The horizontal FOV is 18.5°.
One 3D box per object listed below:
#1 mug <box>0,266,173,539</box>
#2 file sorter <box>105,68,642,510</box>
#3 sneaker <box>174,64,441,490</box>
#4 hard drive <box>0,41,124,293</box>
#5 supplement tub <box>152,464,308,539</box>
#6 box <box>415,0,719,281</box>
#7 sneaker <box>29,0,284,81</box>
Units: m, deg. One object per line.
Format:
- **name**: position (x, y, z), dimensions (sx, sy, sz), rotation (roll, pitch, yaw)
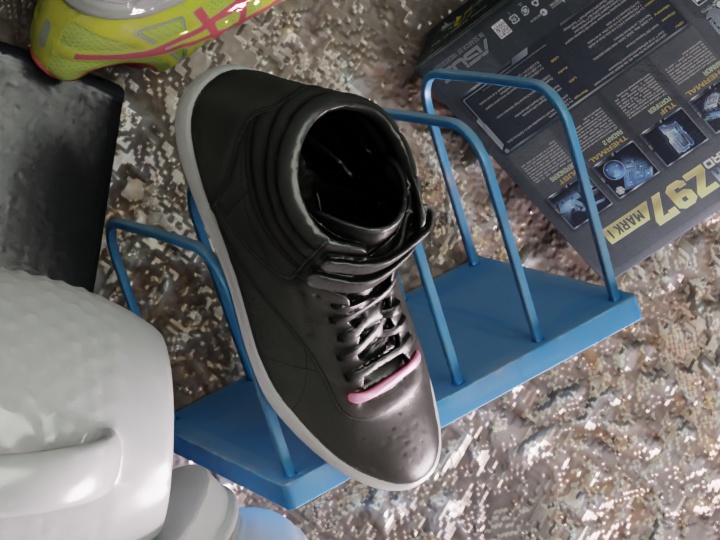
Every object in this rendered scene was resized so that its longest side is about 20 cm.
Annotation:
- **mug**: position (-0.165, 0.071, 0.911), dimensions (0.174, 0.200, 0.149), rotation (1, 95, -15)
- **file sorter**: position (0.000, 0.000, 1.029), dimensions (0.199, 0.138, 0.124), rotation (-27, 109, -24)
- **sneaker**: position (-0.004, 0.010, 0.896), dimensions (0.070, 0.099, 0.201), rotation (-33, 110, -24)
- **hard drive**: position (-0.205, -0.049, 0.999), dimensions (0.198, 0.042, 0.136), rotation (12, 82, -24)
- **supplement tub**: position (-0.048, 0.201, 1.004), dimensions (0.200, 0.144, 0.145), rotation (47, 70, -15)
- **box**: position (0.151, -0.107, 1.095), dimensions (0.158, 0.199, 0.051), rotation (46, 30, -15)
- **sneaker**: position (-0.084, -0.138, 1.042), dimensions (0.199, 0.091, 0.078), rotation (-19, 62, -48)
